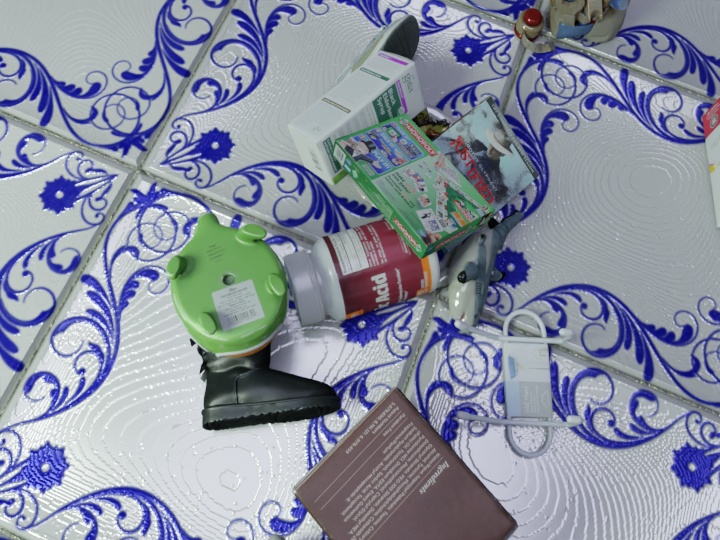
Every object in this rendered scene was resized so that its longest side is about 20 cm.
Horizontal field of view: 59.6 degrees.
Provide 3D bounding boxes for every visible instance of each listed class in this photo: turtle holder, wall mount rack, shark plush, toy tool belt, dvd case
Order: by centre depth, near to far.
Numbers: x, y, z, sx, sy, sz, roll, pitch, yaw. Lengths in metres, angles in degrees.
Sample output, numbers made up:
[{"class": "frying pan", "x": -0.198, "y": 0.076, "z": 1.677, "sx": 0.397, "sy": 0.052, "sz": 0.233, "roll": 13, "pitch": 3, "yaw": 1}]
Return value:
[{"class": "turtle holder", "x": -0.169, "y": 0.023, "z": 0.769, "sx": 0.184, "sy": 0.133, "sz": 0.141, "roll": 36, "pitch": 65, "yaw": 14}, {"class": "wall mount rack", "x": 0.205, "y": 0.141, "z": 0.841, "sx": 0.168, "sy": 0.075, "sz": 0.206, "roll": 2, "pitch": 70, "yaw": -2}, {"class": "shark plush", "x": 0.177, "y": -0.008, "z": 0.916, "sx": 0.083, "sy": 0.090, "sz": 0.202, "roll": 42, "pitch": 55, "yaw": -12}, {"class": "dvd case", "x": 0.161, "y": -0.145, "z": 0.940, "sx": 0.199, "sy": 0.022, "sz": 0.148, "roll": -38, "pitch": 98, "yaw": -16}, {"class": "toy tool belt", "x": 0.358, "y": -0.448, "z": 1.028, "sx": 0.194, "sy": 0.123, "sz": 0.128, "roll": -12, "pitch": 71, "yaw": -7}]

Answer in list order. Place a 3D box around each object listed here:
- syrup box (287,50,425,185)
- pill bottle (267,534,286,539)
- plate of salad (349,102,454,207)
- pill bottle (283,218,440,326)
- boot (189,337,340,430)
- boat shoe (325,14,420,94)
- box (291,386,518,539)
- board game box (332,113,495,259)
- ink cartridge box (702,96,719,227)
[{"class": "syrup box", "x": -0.002, "y": -0.226, "z": 0.918, "sx": 0.199, "sy": 0.080, "sz": 0.081, "roll": -41, "pitch": 48, "yaw": -16}, {"class": "pill bottle", "x": -0.133, "y": 0.414, "z": 0.710, "sx": 0.200, "sy": 0.110, "sz": 0.110, "roll": -43, "pitch": 78, "yaw": -15}, {"class": "plate of salad", "x": 0.074, "y": -0.179, "z": 0.959, "sx": 0.194, "sy": 0.048, "sz": 0.206, "roll": 1, "pitch": 70, "yaw": -2}, {"class": "pill bottle", "x": 0.000, "y": 0.000, "z": 0.858, "sx": 0.195, "sy": 0.115, "sz": 0.117, "roll": -17, "pitch": 72, "yaw": -9}, {"class": "boot", "x": -0.129, "y": 0.118, "z": 0.838, "sx": 0.192, "sy": 0.074, "sz": 0.167, "roll": -5, "pitch": 65, "yaw": -7}, {"class": "boat shoe", "x": 0.021, "y": -0.329, "z": 0.997, "sx": 0.064, "sy": 0.075, "sz": 0.204, "roll": 29, "pitch": 77, "yaw": 36}, {"class": "box", "x": 0.043, "y": 0.277, "z": 0.737, "sx": 0.164, "sy": 0.167, "sz": 0.200, "roll": -40, "pitch": 76, "yaw": -16}, {"class": "board game box", "x": 0.070, "y": -0.120, "z": 0.848, "sx": 0.133, "sy": 0.029, "sz": 0.201, "roll": -25, "pitch": 65, "yaw": -31}, {"class": "ink cartridge box", "x": 0.595, "y": -0.181, "z": 0.936, "sx": 0.083, "sy": 0.148, "sz": 0.206, "roll": 2, "pitch": 72, "yaw": -1}]
